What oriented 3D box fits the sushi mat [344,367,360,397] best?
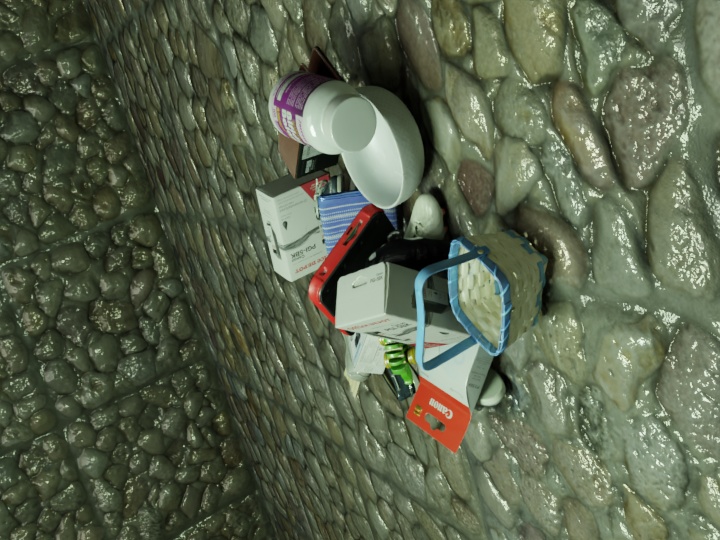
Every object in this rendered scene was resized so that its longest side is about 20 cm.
[{"bbox_3d":[-0.001,0.166,1.662,0.096,0.012,0.203,-124,43,-59],"label":"sushi mat"}]

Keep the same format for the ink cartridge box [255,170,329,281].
[{"bbox_3d":[-0.127,-0.100,1.641,0.082,0.145,0.203,30,138,49],"label":"ink cartridge box"}]

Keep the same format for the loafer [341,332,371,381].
[{"bbox_3d":[-0.003,0.127,1.580,0.070,0.069,0.203,-42,50,44],"label":"loafer"}]

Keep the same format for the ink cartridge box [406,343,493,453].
[{"bbox_3d":[0.142,0.187,1.323,0.159,0.047,0.203,25,95,57],"label":"ink cartridge box"}]

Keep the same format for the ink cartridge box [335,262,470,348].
[{"bbox_3d":[0.077,0.062,1.239,0.146,0.197,0.085,-19,61,53],"label":"ink cartridge box"}]

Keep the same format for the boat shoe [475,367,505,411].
[{"bbox_3d":[0.195,0.211,1.362,0.072,0.070,0.200,50,158,-24],"label":"boat shoe"}]

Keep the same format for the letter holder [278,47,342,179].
[{"bbox_3d":[-0.107,-0.306,1.476,0.143,0.099,0.201,57,154,24],"label":"letter holder"}]

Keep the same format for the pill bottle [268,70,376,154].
[{"bbox_3d":[-0.059,-0.247,1.209,0.199,0.111,0.114,32,140,53],"label":"pill bottle"}]

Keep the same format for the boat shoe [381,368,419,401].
[{"bbox_3d":[0.050,0.198,1.639,0.201,0.061,0.076,52,154,30],"label":"boat shoe"}]

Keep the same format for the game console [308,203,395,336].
[{"bbox_3d":[0.000,0.000,1.344,0.031,0.201,0.177,29,167,33],"label":"game console"}]

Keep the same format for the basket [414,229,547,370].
[{"bbox_3d":[0.163,0.043,1.095,0.139,0.197,0.179,42,146,41],"label":"basket"}]

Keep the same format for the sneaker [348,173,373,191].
[{"bbox_3d":[0.016,-0.119,1.445,0.094,0.069,0.202,-114,15,-48],"label":"sneaker"}]

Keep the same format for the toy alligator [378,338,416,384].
[{"bbox_3d":[0.057,0.111,1.347,0.058,0.054,0.204,-10,99,23],"label":"toy alligator"}]

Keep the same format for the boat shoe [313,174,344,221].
[{"bbox_3d":[-0.060,-0.138,1.499,0.200,0.060,0.077,105,171,-80],"label":"boat shoe"}]

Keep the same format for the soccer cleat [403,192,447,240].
[{"bbox_3d":[0.098,-0.042,1.307,0.069,0.077,0.202,48,150,34],"label":"soccer cleat"}]

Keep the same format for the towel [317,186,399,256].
[{"bbox_3d":[0.003,-0.064,1.405,0.024,0.142,0.203,-96,-2,-51],"label":"towel"}]

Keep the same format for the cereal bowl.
[{"bbox_3d":[0.043,-0.210,1.265,0.200,0.082,0.203,46,148,39],"label":"cereal bowl"}]

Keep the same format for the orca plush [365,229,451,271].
[{"bbox_3d":[0.088,-0.003,1.252,0.196,0.071,0.107,8,120,23],"label":"orca plush"}]

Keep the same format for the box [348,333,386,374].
[{"bbox_3d":[0.016,0.087,1.490,0.202,0.059,0.118,-101,23,-46],"label":"box"}]
